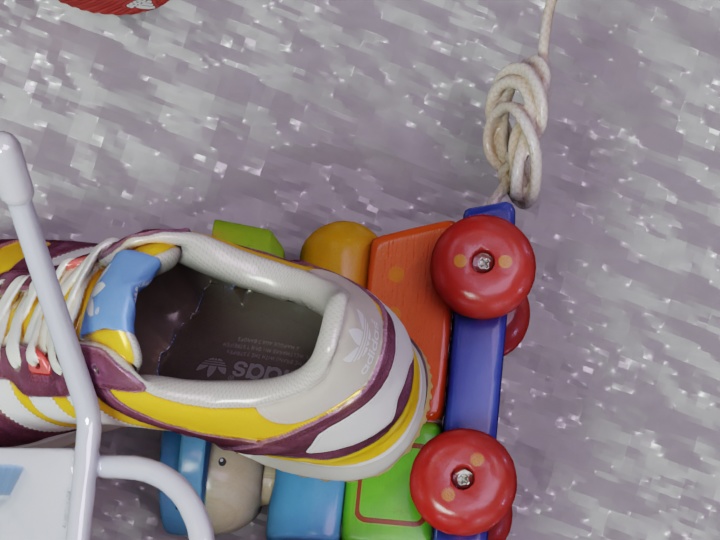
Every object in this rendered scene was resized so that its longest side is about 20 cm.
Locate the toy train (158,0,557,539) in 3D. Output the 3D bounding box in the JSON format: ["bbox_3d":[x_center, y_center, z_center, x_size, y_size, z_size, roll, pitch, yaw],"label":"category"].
[{"bbox_3d":[0.000,0.000,0.989,0.115,0.085,0.200,5,77,2],"label":"toy train"}]

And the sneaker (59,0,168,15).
[{"bbox_3d":[-0.131,-0.177,0.979,0.200,0.078,0.116,33,62,-32],"label":"sneaker"}]

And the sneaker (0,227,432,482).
[{"bbox_3d":[-0.081,0.016,0.921,0.200,0.090,0.075,2,68,17],"label":"sneaker"}]

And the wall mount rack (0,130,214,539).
[{"bbox_3d":[-0.141,0.053,0.884,0.200,0.075,0.174,-1,79,29],"label":"wall mount rack"}]
